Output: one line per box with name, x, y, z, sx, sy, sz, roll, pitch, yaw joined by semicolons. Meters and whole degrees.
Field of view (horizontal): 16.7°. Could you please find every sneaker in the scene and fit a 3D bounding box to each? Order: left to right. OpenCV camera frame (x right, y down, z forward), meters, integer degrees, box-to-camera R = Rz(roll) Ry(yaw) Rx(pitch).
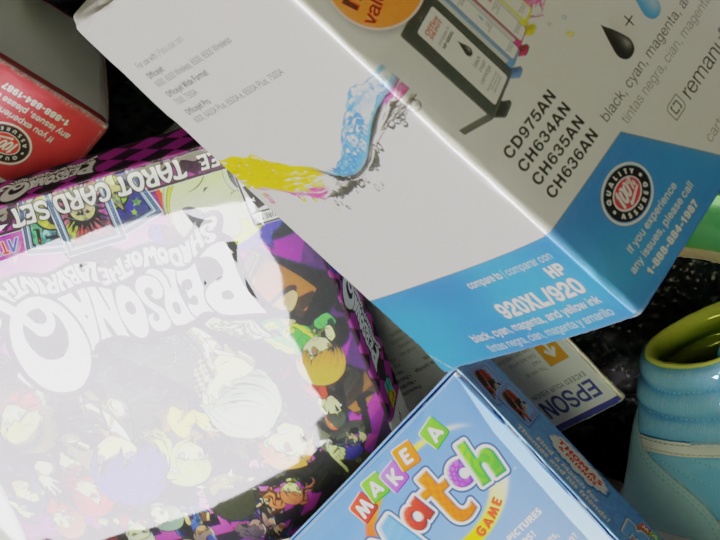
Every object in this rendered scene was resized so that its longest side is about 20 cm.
sneaker;0.202;0.068;1.004;0.199;0.080;0.131;3;114;11

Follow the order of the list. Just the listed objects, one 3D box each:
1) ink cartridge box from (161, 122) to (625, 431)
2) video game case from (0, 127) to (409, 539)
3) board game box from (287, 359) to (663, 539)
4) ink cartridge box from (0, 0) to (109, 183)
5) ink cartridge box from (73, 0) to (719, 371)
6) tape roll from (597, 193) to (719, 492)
ink cartridge box;0.000;0.000;1.052;0.200;0.043;0.196;45;145;-9
video game case;-0.093;0.039;1.015;0.199;0.036;0.182;-15;114;14
board game box;0.064;0.155;0.979;0.200;0.037;0.151;46;115;7
ink cartridge box;-0.222;-0.045;1.048;0.144;0.084;0.200;31;115;-25
ink cartridge box;0.030;-0.090;0.889;0.200;0.147;0.145;42;156;-14
tape roll;0.141;0.051;1.080;0.200;0.048;0.201;5;114;11
